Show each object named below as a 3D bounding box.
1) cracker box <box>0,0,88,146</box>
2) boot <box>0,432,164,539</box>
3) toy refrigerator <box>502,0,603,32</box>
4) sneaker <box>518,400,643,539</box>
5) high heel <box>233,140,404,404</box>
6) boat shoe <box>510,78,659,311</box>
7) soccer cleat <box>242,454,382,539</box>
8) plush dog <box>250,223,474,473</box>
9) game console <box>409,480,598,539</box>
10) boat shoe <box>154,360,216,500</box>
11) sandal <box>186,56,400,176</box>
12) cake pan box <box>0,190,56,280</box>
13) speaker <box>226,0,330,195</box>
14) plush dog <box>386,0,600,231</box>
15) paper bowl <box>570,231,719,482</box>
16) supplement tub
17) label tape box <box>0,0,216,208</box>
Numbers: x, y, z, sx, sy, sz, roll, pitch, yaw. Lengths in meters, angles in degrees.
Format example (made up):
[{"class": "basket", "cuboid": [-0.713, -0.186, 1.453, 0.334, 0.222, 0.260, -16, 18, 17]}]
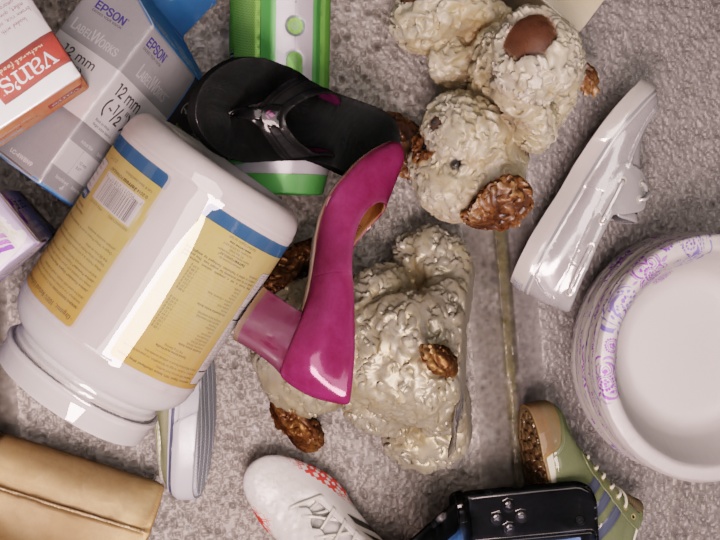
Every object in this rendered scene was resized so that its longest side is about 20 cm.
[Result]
[{"class": "cracker box", "cuboid": [-0.288, -0.169, 0.842, 0.133, 0.058, 0.201, -34, 94, -6]}, {"class": "boot", "cuboid": [-0.246, 0.141, 1.002, 0.198, 0.066, 0.177, 23, 100, -11]}, {"class": "toy refrigerator", "cuboid": [0.111, -0.278, 1.046, 0.200, 0.076, 0.070, 39, 85, -10]}, {"class": "sneaker", "cuboid": [0.193, 0.198, 1.093, 0.089, 0.067, 0.202, -14, 101, -11]}, {"class": "high heel", "cuboid": [0.000, 0.000, 0.935, 0.096, 0.068, 0.201, 31, 73, 10]}, {"class": "boat shoe", "cuboid": [0.200, -0.059, 1.068, 0.068, 0.072, 0.201, 32, 86, 10]}, {"class": "soccer cleat", "cuboid": [-0.015, 0.225, 1.040, 0.069, 0.085, 0.200, -43, 100, -6]}, {"class": "plush dog", "cuboid": [-0.003, 0.065, 1.009, 0.170, 0.160, 0.203, 1, 93, 12]}, {"class": "game console", "cuboid": [0.112, 0.285, 1.012, 0.174, 0.116, 0.202, -5, 105, 0]}, {"class": "boat shoe", "cuboid": [-0.151, 0.079, 1.022, 0.061, 0.072, 0.203, -2, 86, 6]}, {"class": "sandal", "cuboid": [-0.037, -0.110, 0.946, 0.199, 0.048, 0.076, 7, 89, -43]}, {"class": "cake pan box", "cuboid": [-0.304, 0.017, 0.912, 0.184, 0.200, 0.052, -41, 100, -4]}, {"class": "speaker", "cuboid": [-0.063, -0.161, 1.009, 0.087, 0.088, 0.203, 0, 93, -12]}, {"class": "plush dog", "cuboid": [0.100, -0.119, 1.021, 0.160, 0.200, 0.173, 27, 97, -42]}, {"class": "paper bowl", "cuboid": [0.272, 0.068, 1.082, 0.198, 0.104, 0.203, 0, 92, -12]}, {"class": "supplement tub", "cuboid": [-0.152, 0.007, 0.919, 0.144, 0.145, 0.201, 34, 94, -11]}, {"class": "label tape box", "cuboid": [-0.170, -0.138, 0.956, 0.066, 0.143, 0.201, 36, 86, 18]}]
